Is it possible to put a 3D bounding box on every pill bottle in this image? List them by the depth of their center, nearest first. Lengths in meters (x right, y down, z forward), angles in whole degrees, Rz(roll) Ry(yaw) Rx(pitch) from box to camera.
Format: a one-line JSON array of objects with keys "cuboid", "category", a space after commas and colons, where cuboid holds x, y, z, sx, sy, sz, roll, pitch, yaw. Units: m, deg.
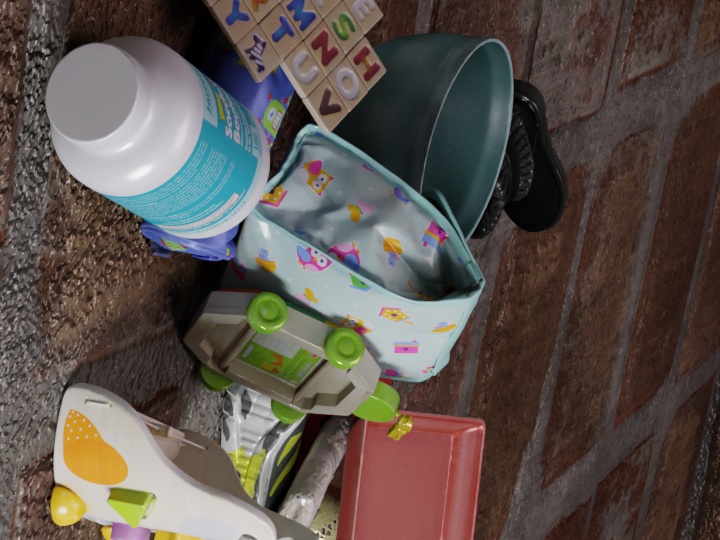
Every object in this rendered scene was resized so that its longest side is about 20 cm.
[{"cuboid": [-0.145, -0.096, 1.475, 0.112, 0.110, 0.200, -71, 159, -6], "category": "pill bottle"}]

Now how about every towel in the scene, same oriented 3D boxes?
[{"cuboid": [-0.066, 0.234, 1.883, 0.201, 0.034, 0.133, -63, 180, 34], "category": "towel"}]

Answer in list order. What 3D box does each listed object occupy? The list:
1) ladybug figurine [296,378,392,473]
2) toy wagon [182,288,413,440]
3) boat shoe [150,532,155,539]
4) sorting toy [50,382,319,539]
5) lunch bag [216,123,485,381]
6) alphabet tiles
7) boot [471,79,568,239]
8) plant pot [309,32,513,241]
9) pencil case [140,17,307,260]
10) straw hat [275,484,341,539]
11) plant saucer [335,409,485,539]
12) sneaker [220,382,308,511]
[{"cuboid": [-0.024, 0.115, 1.978, 0.200, 0.071, 0.136, -55, 153, -38], "category": "ladybug figurine"}, {"cuboid": [-0.045, 0.080, 1.725, 0.155, 0.199, 0.040, -47, -159, 60], "category": "toy wagon"}, {"cuboid": [-0.179, 0.285, 1.719, 0.203, 0.074, 0.075, -65, 157, -21], "category": "boat shoe"}, {"cuboid": [-0.126, 0.177, 1.627, 0.108, 0.179, 0.200, -70, 158, -8], "category": "sorting toy"}, {"cuboid": [0.000, 0.000, 1.719, 0.122, 0.199, 0.171, -59, 177, -31], "category": "lunch bag"}, {"cuboid": [-0.055, -0.210, 1.599, 0.201, 0.008, 0.167, 57, 42, -16], "category": "alphabet tiles"}, {"cuboid": [0.153, -0.081, 2.255, 0.212, 0.079, 0.158, 69, 35, -42], "category": "boot"}, {"cuboid": [0.037, -0.123, 1.870, 0.200, 0.133, 0.201, -50, 150, -45], "category": "plant pot"}, {"cuboid": [-0.103, -0.101, 1.619, 0.087, 0.078, 0.201, 32, 75, -60], "category": "pencil case"}, {"cuboid": [-0.036, 0.247, 2.016, 0.085, 0.201, 0.201, 51, 45, -12], "category": "straw hat"}, {"cuboid": [0.038, 0.227, 1.911, 0.199, 0.036, 0.201, 11, 85, -54], "category": "plant saucer"}, {"cuboid": [-0.086, 0.146, 1.869, 0.201, 0.074, 0.085, -66, 165, 6], "category": "sneaker"}]
